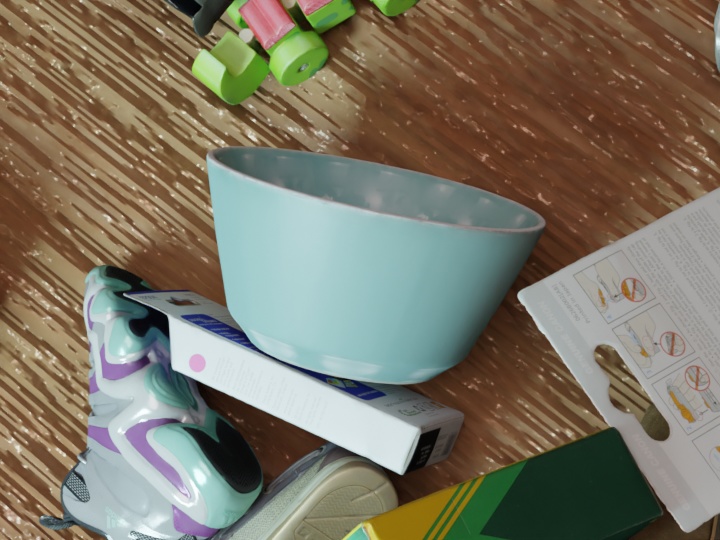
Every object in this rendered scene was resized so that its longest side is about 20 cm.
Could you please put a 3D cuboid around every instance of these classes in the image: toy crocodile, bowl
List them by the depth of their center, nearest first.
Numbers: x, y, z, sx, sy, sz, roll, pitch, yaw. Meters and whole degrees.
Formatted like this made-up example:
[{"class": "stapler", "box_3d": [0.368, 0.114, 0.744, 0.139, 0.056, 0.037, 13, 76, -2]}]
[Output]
[{"class": "bowl", "box_3d": [0.000, 0.000, 1.085, 0.200, 0.201, 0.106, 14, 100, 14]}, {"class": "toy crocodile", "box_3d": [-0.022, -0.179, 1.179, 0.200, 0.062, 0.068, -36, 74, 2]}]

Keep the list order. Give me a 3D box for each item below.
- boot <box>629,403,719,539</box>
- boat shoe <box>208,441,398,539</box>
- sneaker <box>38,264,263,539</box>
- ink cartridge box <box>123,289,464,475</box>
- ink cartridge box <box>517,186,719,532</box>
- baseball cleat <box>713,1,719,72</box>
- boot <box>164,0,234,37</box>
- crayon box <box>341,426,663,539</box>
[{"class": "boot", "box_3d": [0.180, 0.167, 1.068, 0.075, 0.074, 0.201, 9, 72, 25]}, {"class": "boat shoe", "box_3d": [-0.058, 0.176, 1.109, 0.072, 0.065, 0.200, 39, 105, -19]}, {"class": "sneaker", "box_3d": [-0.153, 0.102, 1.141, 0.140, 0.078, 0.200, -46, 50, 20]}, {"class": "ink cartridge box", "box_3d": [-0.042, 0.063, 1.110, 0.199, 0.095, 0.037, 26, 98, 17]}, {"class": "ink cartridge box", "box_3d": [0.200, 0.047, 1.046, 0.199, 0.050, 0.163, -26, 72, -27]}, {"class": "baseball cleat", "box_3d": [0.274, -0.115, 1.111, 0.106, 0.070, 0.201, -23, 65, 13]}, {"class": "boot", "box_3d": [-0.123, -0.249, 1.188, 0.200, 0.078, 0.138, 36, 78, 28]}, {"class": "crayon box", "box_3d": [0.036, 0.169, 0.989, 0.172, 0.200, 0.058, -17, 70, -35]}]
